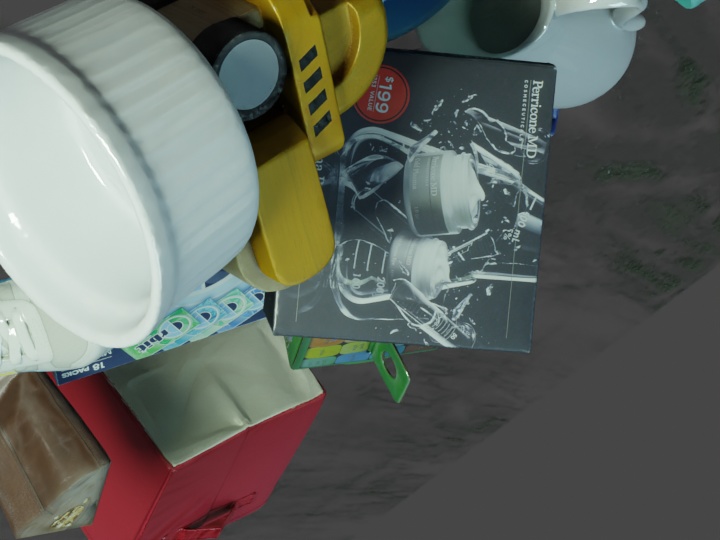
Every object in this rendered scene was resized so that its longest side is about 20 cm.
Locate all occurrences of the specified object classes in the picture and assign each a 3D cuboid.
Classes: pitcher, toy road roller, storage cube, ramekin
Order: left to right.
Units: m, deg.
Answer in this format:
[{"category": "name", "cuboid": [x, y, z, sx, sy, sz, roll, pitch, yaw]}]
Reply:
[{"category": "ramekin", "cuboid": [-0.151, -0.065, 1.251, 0.098, 0.201, 0.201, -35, 168, -32]}, {"category": "storage cube", "cuboid": [-0.162, 0.117, 1.800, 0.170, 0.200, 0.180, -24, 156, -35]}, {"category": "toy road roller", "cuboid": [-0.053, -0.103, 1.332, 0.146, 0.123, 0.201, -29, 125, -26]}, {"category": "pitcher", "cuboid": [0.156, -0.189, 1.622, 0.171, 0.122, 0.200, 0, 177, 28]}]

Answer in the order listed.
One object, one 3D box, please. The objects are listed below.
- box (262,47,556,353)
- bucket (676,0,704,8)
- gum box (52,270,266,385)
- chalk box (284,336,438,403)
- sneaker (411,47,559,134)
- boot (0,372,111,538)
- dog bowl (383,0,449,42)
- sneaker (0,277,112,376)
[{"category": "box", "cuboid": [0.032, -0.053, 1.484, 0.181, 0.201, 0.104, 4, -174, -7]}, {"category": "bucket", "cuboid": [0.221, -0.281, 1.386, 0.134, 0.208, 0.207, -33, 166, 3]}, {"category": "gum box", "cuboid": [-0.152, -0.017, 1.502, 0.169, 0.045, 0.200, -18, 144, -13]}, {"category": "chalk box", "cuboid": [0.000, 0.000, 1.622, 0.123, 0.201, 0.125, -7, 160, -12]}, {"category": "sneaker", "cuboid": [0.094, -0.136, 1.715, 0.200, 0.088, 0.076, -10, 108, -60]}, {"category": "boot", "cuboid": [-0.281, 0.126, 1.539, 0.186, 0.200, 0.064, -42, 163, 26]}, {"category": "dog bowl", "cuboid": [0.015, -0.209, 1.440, 0.111, 0.050, 0.200, -37, 166, 9]}, {"category": "sneaker", "cuboid": [-0.247, 0.043, 1.432, 0.199, 0.077, 0.081, -4, -158, 37]}]
